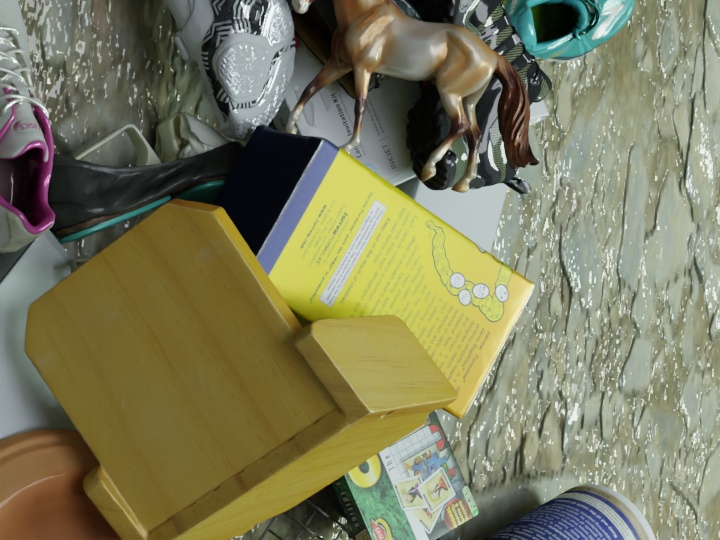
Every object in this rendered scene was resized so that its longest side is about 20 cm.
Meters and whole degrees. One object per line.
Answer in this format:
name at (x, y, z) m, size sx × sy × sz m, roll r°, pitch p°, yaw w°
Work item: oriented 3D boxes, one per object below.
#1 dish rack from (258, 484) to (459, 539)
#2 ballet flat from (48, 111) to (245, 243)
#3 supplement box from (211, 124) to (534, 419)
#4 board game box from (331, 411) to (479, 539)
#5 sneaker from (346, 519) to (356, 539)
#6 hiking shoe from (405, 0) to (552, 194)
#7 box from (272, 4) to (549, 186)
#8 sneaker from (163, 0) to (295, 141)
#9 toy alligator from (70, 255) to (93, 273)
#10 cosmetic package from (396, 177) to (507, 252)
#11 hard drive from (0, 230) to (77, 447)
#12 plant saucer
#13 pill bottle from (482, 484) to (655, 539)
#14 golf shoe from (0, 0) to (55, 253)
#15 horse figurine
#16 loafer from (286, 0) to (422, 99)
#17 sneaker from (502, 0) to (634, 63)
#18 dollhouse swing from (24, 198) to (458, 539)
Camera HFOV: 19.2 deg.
dish rack at (-0.017, 0.231, 1.544) m, size 0.153 × 0.054 × 0.201 m, roll 38°, pitch 83°, yaw -27°
ballet flat at (-0.135, -0.071, 1.462) m, size 0.199 × 0.068 × 0.069 m, roll -15°, pitch 89°, yaw -45°
supplement box at (0.000, 0.000, 1.453) m, size 0.199 × 0.109 × 0.110 m, roll 34°, pitch 83°, yaw -28°
board game box at (0.008, 0.106, 1.536) m, size 0.104 × 0.023 × 0.201 m, roll -25°, pitch 92°, yaw -38°
sneaker at (-0.005, 0.103, 1.605) m, size 0.086 × 0.075 × 0.202 m, roll 6°, pitch 89°, yaw -18°
hiking shoe at (0.089, -0.156, 1.549) m, size 0.100 × 0.076 × 0.202 m, roll 4°, pitch 90°, yaw -30°
box at (0.025, -0.147, 1.573) m, size 0.199 × 0.041 × 0.157 m, roll -25°, pitch 92°, yaw -26°
sneaker at (-0.112, -0.191, 1.459) m, size 0.075 × 0.114 × 0.202 m, roll -34°, pitch 129°, yaw -40°
toy alligator at (-0.133, 0.018, 1.474) m, size 0.199 × 0.059 × 0.054 m, roll 2°, pitch 131°, yaw -47°
cosmetic package at (0.062, -0.085, 1.657) m, size 0.101 × 0.071 × 0.202 m, roll 29°, pitch 71°, yaw -42°
hard drive at (-0.198, 0.087, 1.425) m, size 0.132 × 0.026 × 0.201 m, roll -55°, pitch 127°, yaw -30°
plant saucer at (-0.204, 0.206, 1.387) m, size 0.199 × 0.037 × 0.202 m, roll -8°, pitch 103°, yaw -38°
pill bottle at (0.143, 0.258, 1.712) m, size 0.199 × 0.115 × 0.117 m, roll -22°, pitch 106°, yaw -43°
golf shoe at (-0.227, -0.108, 1.348) m, size 0.075 × 0.091 × 0.202 m, roll -6°, pitch 93°, yaw -44°
horse figurine at (0.036, -0.133, 1.469) m, size 0.198 × 0.050 × 0.134 m, roll 17°, pitch 93°, yaw -5°
loafer at (-0.048, -0.204, 1.493) m, size 0.199 × 0.073 × 0.073 m, roll 37°, pitch 72°, yaw -11°
sneaker at (0.170, -0.207, 1.761) m, size 0.199 × 0.079 × 0.078 m, roll -22°, pitch 106°, yaw -44°
dollhouse swing at (-0.085, 0.061, 1.381) m, size 0.181 × 0.199 × 0.177 m, roll -3°, pitch 61°, yaw -62°
